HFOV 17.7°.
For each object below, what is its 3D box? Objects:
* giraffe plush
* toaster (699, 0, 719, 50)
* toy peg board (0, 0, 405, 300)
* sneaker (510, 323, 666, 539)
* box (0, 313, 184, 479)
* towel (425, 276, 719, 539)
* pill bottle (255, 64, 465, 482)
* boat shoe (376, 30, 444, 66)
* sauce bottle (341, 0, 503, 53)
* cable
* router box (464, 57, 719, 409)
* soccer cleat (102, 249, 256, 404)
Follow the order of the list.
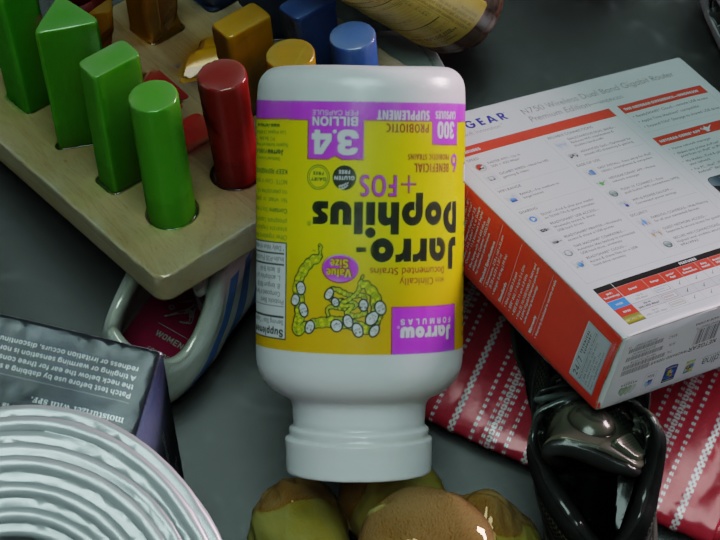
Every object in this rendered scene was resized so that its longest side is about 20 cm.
[{"bbox_3d":[0.020,0.170,1.127,0.172,0.162,0.201,-9,67,-5],"label":"giraffe plush"},{"bbox_3d":[0.272,-0.147,1.290,0.129,0.114,0.201,-18,62,-6],"label":"toaster"},{"bbox_3d":[-0.090,-0.115,1.233,0.199,0.098,0.200,-32,51,-25],"label":"toy peg board"},{"bbox_3d":[0.118,0.061,1.182,0.076,0.114,0.200,-2,67,0],"label":"sneaker"},{"bbox_3d":[-0.167,0.151,1.116,0.123,0.200,0.199,13,68,5],"label":"box"},{"bbox_3d":[0.131,0.049,1.256,0.199,0.023,0.145,23,71,11],"label":"towel"},{"bbox_3d":[0.000,0.000,1.141,0.104,0.104,0.201,0,94,0],"label":"pill bottle"},{"bbox_3d":[0.016,-0.044,1.274,0.075,0.060,0.201,0,53,6],"label":"boat shoe"},{"bbox_3d":[0.005,-0.171,1.220,0.064,0.200,0.065,-9,72,29],"label":"sauce bottle"},{"bbox_3d":[-0.147,0.154,0.969,0.199,0.069,0.201,-18,70,-9],"label":"cable"},{"bbox_3d":[0.147,-0.026,1.207,0.199,0.049,0.180,-16,47,-34],"label":"router box"},{"bbox_3d":[-0.074,-0.015,1.247,0.070,0.086,0.201,26,69,10],"label":"soccer cleat"}]
